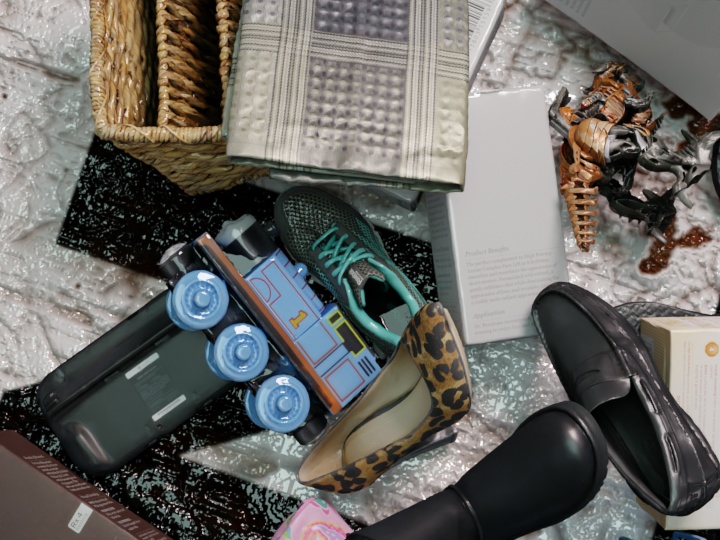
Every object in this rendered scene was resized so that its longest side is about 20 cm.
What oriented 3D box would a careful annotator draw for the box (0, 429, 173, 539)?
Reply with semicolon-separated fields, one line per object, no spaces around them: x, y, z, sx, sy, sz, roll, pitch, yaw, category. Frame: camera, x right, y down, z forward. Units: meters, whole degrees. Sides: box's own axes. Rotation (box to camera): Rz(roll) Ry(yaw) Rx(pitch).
-0.255;0.229;0.903;0.198;0.075;0.101;30;85;9;box

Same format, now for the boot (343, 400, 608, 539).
0.074;0.186;0.787;0.166;0.201;0.077;-18;67;-40;boot

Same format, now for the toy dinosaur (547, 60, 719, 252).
0.211;-0.090;0.894;0.134;0.102;0.203;25;74;3;toy dinosaur

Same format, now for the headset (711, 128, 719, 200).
0.370;-0.130;0.897;0.121;0.094;0.204;12;94;5;headset

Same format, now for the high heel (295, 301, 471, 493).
0.012;0.106;0.833;0.140;0.202;0.072;-19;53;-13;high heel

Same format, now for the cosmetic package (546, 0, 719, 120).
0.268;-0.268;0.859;0.199;0.200;0.123;37;67;7;cosmetic package

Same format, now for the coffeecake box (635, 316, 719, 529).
0.326;0.117;0.848;0.195;0.073;0.157;0;95;-4;coffeecake box

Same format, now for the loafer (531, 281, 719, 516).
0.189;0.091;0.798;0.068;0.070;0.202;-52;59;34;loafer

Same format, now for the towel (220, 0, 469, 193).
-0.008;-0.155;0.841;0.188;0.035;0.204;7;66;-6;towel

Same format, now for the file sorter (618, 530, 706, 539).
0.219;0.272;0.830;0.196;0.139;0.125;-6;80;3;file sorter

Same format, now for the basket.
-0.126;-0.186;0.882;0.140;0.149;0.204;-12;69;21;basket

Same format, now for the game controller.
-0.185;0.091;0.939;0.198;0.042;0.105;-35;95;-1;game controller

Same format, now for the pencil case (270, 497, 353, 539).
0.010;0.275;0.873;0.199;0.087;0.088;39;86;8;pencil case

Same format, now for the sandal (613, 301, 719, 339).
0.281;0.065;0.904;0.196;0.048;0.077;2;90;-10;sandal

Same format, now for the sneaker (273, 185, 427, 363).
0.000;0.000;0.907;0.078;0.091;0.200;-44;81;-4;sneaker

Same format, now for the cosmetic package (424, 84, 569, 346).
0.110;-0.044;0.894;0.100;0.074;0.204;-6;88;-12;cosmetic package

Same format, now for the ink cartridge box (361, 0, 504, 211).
0.012;-0.181;0.956;0.171;0.044;0.203;25;85;9;ink cartridge box

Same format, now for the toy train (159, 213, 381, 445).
-0.077;0.046;0.888;0.114;0.087;0.201;-40;96;-15;toy train
